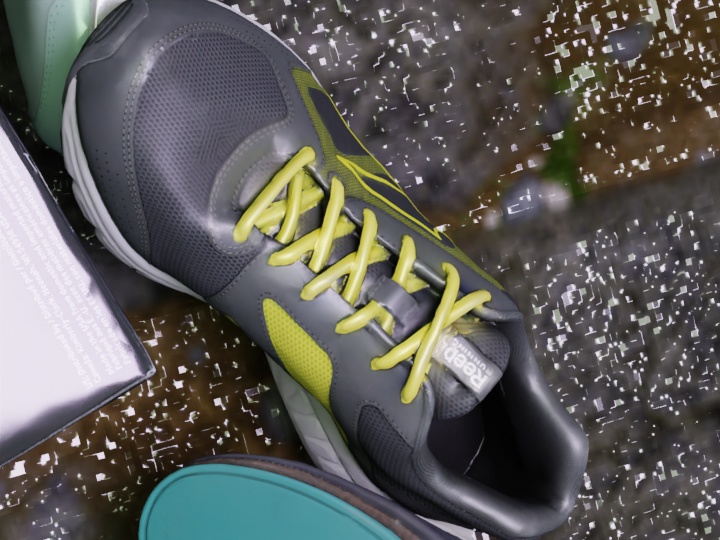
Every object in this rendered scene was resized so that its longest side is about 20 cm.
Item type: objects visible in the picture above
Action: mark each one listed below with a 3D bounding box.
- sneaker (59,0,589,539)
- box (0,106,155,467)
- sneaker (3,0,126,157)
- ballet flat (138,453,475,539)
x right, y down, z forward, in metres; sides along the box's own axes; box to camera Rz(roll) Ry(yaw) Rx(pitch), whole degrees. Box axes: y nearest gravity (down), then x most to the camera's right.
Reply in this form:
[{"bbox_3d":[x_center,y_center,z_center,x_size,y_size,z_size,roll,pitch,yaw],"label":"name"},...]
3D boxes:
[{"bbox_3d":[0.000,0.000,0.760,0.075,0.084,0.200,-53,128,-16],"label":"sneaker"},{"bbox_3d":[-0.177,0.025,0.714,0.200,0.148,0.125,-32,97,-13],"label":"box"},{"bbox_3d":[-0.128,-0.118,0.769,0.118,0.074,0.201,-11,85,-17],"label":"sneaker"},{"bbox_3d":[0.030,0.105,0.750,0.073,0.200,0.073,-32,133,-43],"label":"ballet flat"}]
